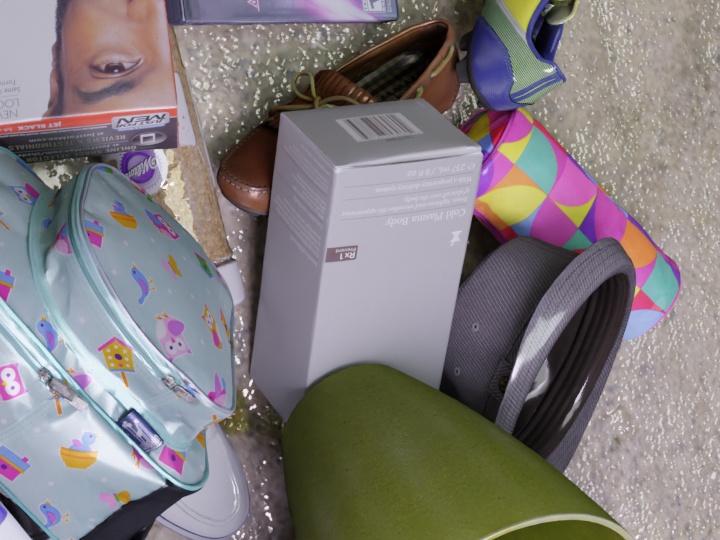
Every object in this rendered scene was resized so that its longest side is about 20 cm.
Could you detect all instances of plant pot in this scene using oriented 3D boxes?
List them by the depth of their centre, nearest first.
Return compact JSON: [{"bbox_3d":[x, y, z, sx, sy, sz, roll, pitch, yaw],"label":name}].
[{"bbox_3d":[0.036,0.152,1.043,0.186,0.200,0.188,-16,131,-20],"label":"plant pot"}]

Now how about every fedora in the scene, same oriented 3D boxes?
[{"bbox_3d":[0.103,0.057,1.172,0.177,0.090,0.201,-30,141,-50],"label":"fedora"}]

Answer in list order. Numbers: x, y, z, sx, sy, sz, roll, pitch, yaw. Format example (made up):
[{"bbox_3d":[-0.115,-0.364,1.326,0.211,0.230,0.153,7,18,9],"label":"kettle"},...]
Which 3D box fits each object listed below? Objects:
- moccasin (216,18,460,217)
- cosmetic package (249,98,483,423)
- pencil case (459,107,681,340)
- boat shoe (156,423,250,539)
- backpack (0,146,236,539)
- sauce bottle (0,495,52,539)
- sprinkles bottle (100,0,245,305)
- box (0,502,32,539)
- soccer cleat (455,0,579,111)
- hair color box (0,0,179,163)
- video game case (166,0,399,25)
[{"bbox_3d":[-0.011,-0.102,1.149,0.201,0.074,0.078,-30,145,-26],"label":"moccasin"},{"bbox_3d":[0.000,0.000,1.109,0.106,0.090,0.201,-10,122,-26],"label":"cosmetic package"},{"bbox_3d":[0.135,-0.031,1.232,0.200,0.088,0.089,39,71,-23],"label":"pencil case"},{"bbox_3d":[-0.130,0.092,1.094,0.074,0.067,0.200,-45,109,-22],"label":"boat shoe"},{"bbox_3d":[-0.164,0.030,0.940,0.200,0.176,0.153,39,112,-23],"label":"backpack"},{"bbox_3d":[-0.213,0.073,1.050,0.065,0.065,0.201,-22,98,-27],"label":"sauce bottle"},{"bbox_3d":[-0.128,-0.069,1.099,0.068,0.068,0.201,-17,97,-28],"label":"sprinkles bottle"},{"bbox_3d":[-0.223,0.206,0.973,0.105,0.184,0.200,-43,108,-24],"label":"box"},{"bbox_3d":[0.118,-0.195,1.204,0.065,0.083,0.201,44,45,-44],"label":"soccer cleat"},{"bbox_3d":[-0.170,-0.167,1.024,0.110,0.064,0.201,-7,72,-8],"label":"hair color box"},{"bbox_3d":[-0.054,-0.230,1.138,0.200,0.019,0.144,-10,93,-48],"label":"video game case"}]
